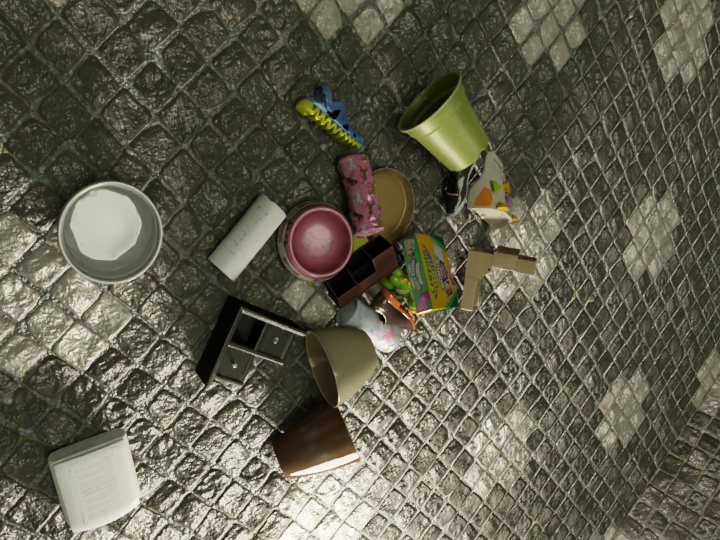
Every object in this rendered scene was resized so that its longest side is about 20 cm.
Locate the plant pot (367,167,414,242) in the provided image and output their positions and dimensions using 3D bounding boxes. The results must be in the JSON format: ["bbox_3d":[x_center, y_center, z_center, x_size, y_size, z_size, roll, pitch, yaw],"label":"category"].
[{"bbox_3d":[0.058,-0.171,1.608,0.196,0.027,0.206,-10,108,-31],"label":"plant pot"}]

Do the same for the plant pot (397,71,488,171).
[{"bbox_3d":[0.227,-0.365,1.544,0.184,0.199,0.202,43,80,-25],"label":"plant pot"}]

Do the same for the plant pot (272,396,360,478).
[{"bbox_3d":[-0.125,0.458,1.591,0.196,0.187,0.191,-25,116,-8],"label":"plant pot"}]

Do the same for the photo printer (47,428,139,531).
[{"bbox_3d":[-0.587,0.475,1.348,0.163,0.069,0.206,-17,112,-28],"label":"photo printer"}]

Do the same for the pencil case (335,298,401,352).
[{"bbox_3d":[0.024,0.149,1.640,0.198,0.083,0.092,32,88,-35],"label":"pencil case"}]

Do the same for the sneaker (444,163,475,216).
[{"bbox_3d":[0.259,-0.259,1.674,0.098,0.070,0.205,22,85,-51],"label":"sneaker"}]

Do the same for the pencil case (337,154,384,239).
[{"bbox_3d":[0.001,-0.184,1.499,0.081,0.086,0.206,-13,87,-13],"label":"pencil case"}]

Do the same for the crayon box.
[{"bbox_3d":[0.190,0.009,1.635,0.171,0.057,0.206,1,74,-58],"label":"crayon box"}]

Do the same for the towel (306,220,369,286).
[{"bbox_3d":[-0.072,-0.048,1.550,0.198,0.018,0.087,-37,126,-11],"label":"towel"}]

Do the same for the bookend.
[{"bbox_3d":[-0.265,0.196,1.464,0.196,0.092,0.204,26,89,-35],"label":"bookend"}]

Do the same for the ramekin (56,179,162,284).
[{"bbox_3d":[-0.511,-0.083,1.223,0.196,0.104,0.206,-9,107,-30],"label":"ramekin"}]

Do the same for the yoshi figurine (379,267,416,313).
[{"bbox_3d":[0.119,0.043,1.683,0.110,0.115,0.199,-26,142,21],"label":"yoshi figurine"}]

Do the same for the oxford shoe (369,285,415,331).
[{"bbox_3d":[0.086,0.117,1.624,0.072,0.071,0.200,-42,134,0],"label":"oxford shoe"}]

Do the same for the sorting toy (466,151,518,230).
[{"bbox_3d":[0.389,-0.238,1.743,0.199,0.104,0.186,25,64,-56],"label":"sorting toy"}]

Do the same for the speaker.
[{"bbox_3d":[-0.263,-0.076,1.397,0.081,0.081,0.202,43,79,-33],"label":"speaker"}]

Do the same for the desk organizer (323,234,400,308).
[{"bbox_3d":[0.000,0.000,1.569,0.198,0.072,0.078,-34,134,-14],"label":"desk organizer"}]

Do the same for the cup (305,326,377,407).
[{"bbox_3d":[-0.039,0.226,1.545,0.140,0.199,0.206,-19,113,-22],"label":"cup"}]

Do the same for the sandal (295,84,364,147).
[{"bbox_3d":[-0.059,-0.370,1.451,0.198,0.079,0.089,34,80,-36],"label":"sandal"}]

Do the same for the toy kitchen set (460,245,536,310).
[{"bbox_3d":[0.420,0.026,1.822,0.163,0.194,0.186,-29,127,-70],"label":"toy kitchen set"}]

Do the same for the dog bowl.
[{"bbox_3d":[-0.103,-0.070,1.474,0.194,0.074,0.207,-1,94,-19],"label":"dog bowl"}]
